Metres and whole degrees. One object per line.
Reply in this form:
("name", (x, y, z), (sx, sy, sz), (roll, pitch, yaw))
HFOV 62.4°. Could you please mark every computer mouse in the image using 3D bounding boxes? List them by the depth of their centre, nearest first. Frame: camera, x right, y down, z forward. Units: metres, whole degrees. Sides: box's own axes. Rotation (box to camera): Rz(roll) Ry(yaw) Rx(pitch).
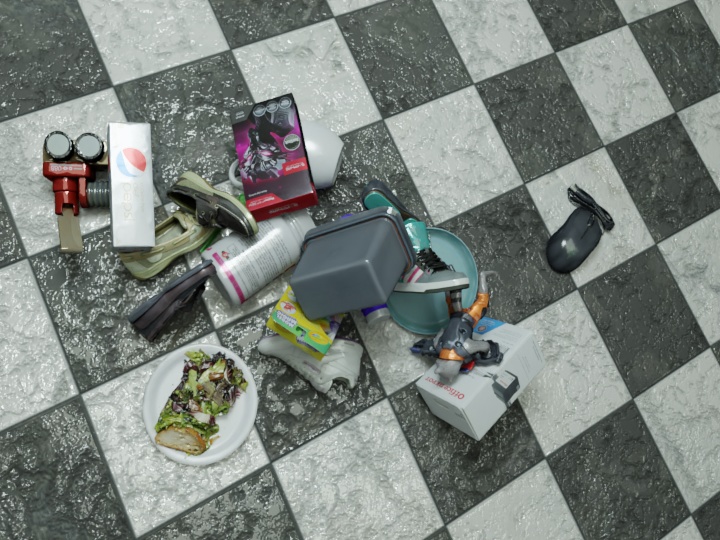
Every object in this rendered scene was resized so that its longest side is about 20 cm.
("computer mouse", (0.474, -0.085, 1.287), (0.138, 0.053, 0.202), (40, 70, -3))

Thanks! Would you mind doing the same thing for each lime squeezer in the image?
("lime squeezer", (-0.223, -0.113, 1.100), (0.197, 0.071, 0.038), (-35, 115, 6))

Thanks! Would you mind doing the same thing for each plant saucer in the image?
("plant saucer", (0.132, 0.020, 1.160), (0.193, 0.027, 0.208), (0, 94, -7))

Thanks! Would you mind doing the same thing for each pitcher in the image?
("pitcher", (-0.140, -0.209, 1.129), (0.194, 0.122, 0.177), (17, 71, 0))

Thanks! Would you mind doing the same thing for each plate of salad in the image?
("plate of salad", (-0.274, 0.227, 1.022), (0.193, 0.048, 0.207), (3, 75, -13))

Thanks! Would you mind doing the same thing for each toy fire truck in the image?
("toy fire truck", (-0.459, -0.130, 1.034), (0.170, 0.128, 0.208), (0, 88, -15))

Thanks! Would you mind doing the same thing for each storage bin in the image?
("storage bin", (-0.017, 0.008, 0.987), (0.148, 0.195, 0.135), (63, 31, -24))

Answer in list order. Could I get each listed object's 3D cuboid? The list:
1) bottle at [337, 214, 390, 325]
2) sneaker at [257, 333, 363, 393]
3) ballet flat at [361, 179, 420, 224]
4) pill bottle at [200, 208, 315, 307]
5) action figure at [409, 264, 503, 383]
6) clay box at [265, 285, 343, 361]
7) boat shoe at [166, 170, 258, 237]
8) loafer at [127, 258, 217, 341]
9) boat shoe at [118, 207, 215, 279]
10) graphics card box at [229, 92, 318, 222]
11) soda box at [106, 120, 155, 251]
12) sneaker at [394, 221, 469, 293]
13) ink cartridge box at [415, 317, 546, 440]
("bottle", (0.000, 0.000, 1.117), (0.064, 0.083, 0.205), (-3, 66, -45))
("sneaker", (-0.090, 0.164, 1.069), (0.193, 0.075, 0.103), (10, 73, -12))
("ballet flat", (0.074, -0.105, 1.171), (0.199, 0.072, 0.074), (43, 67, -29))
("pill bottle", (-0.179, -0.037, 1.077), (0.198, 0.113, 0.115), (-37, 87, -19))
("action figure", (0.158, 0.102, 1.075), (0.104, 0.196, 0.199), (38, 55, -41))
("clay box", (-0.090, 0.075, 1.043), (0.113, 0.048, 0.201), (33, 28, -5))
("boat shoe", (-0.256, -0.102, 1.024), (0.197, 0.074, 0.065), (30, 59, 30))
("loafer", (-0.310, 0.052, 1.010), (0.197, 0.072, 0.064), (-32, 97, 21))
("boat shoe", (-0.335, -0.069, 1.061), (0.199, 0.064, 0.073), (-38, 54, -15))
("graphics card box", (-0.153, -0.200, 1.047), (0.121, 0.051, 0.206), (-14, 72, 4))
("soda box", (-0.381, -0.137, 0.984), (0.066, 0.063, 0.208), (-2, 85, -27))
("sneaker", (0.114, -0.024, 1.054), (0.082, 0.197, 0.125), (-4, 93, -37))
("ink cartridge box", (0.221, 0.192, 1.097), (0.199, 0.144, 0.085), (-41, 115, -19))
